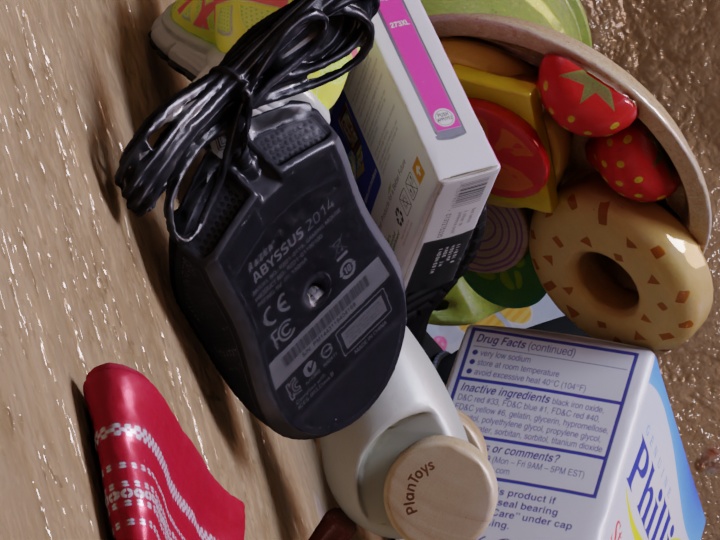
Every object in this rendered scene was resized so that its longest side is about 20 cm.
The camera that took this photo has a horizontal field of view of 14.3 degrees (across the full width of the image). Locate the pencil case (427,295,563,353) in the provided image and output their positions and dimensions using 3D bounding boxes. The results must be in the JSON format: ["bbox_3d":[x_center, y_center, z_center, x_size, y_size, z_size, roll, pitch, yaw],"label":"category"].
[{"bbox_3d":[0.102,0.035,1.891,0.091,0.200,0.083,31,47,-67],"label":"pencil case"}]

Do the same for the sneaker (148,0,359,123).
[{"bbox_3d":[-0.034,-0.110,1.254,0.078,0.090,0.200,25,8,-19],"label":"sneaker"}]

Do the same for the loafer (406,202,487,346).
[{"bbox_3d":[0.000,0.000,1.411,0.071,0.073,0.200,53,-37,24],"label":"loafer"}]

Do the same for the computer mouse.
[{"bbox_3d":[-0.036,-0.017,1.151,0.053,0.138,0.200,26,-33,38],"label":"computer mouse"}]

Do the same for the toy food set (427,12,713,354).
[{"bbox_3d":[0.078,-0.046,1.401,0.049,0.198,0.200,-58,149,-31],"label":"toy food set"}]

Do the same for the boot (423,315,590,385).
[{"bbox_3d":[0.068,0.054,1.647,0.073,0.162,0.198,70,5,-47],"label":"boot"}]

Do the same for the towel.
[{"bbox_3d":[-0.044,0.140,0.907,0.145,0.022,0.200,62,12,-61],"label":"towel"}]

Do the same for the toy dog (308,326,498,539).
[{"bbox_3d":[-0.019,0.050,1.267,0.200,0.096,0.132,59,3,17],"label":"toy dog"}]

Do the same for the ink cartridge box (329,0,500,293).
[{"bbox_3d":[0.001,-0.097,1.301,0.200,0.037,0.095,64,-24,24],"label":"ink cartridge box"}]

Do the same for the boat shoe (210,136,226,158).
[{"bbox_3d":[-0.032,-0.043,1.477,0.200,0.057,0.069,60,14,-70],"label":"boat shoe"}]

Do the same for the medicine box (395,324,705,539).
[{"bbox_3d":[0.092,0.160,1.451,0.182,0.103,0.200,66,39,-54],"label":"medicine box"}]

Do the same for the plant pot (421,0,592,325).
[{"bbox_3d":[0.047,-0.072,1.634,0.184,0.200,0.201,-99,171,-56],"label":"plant pot"}]
